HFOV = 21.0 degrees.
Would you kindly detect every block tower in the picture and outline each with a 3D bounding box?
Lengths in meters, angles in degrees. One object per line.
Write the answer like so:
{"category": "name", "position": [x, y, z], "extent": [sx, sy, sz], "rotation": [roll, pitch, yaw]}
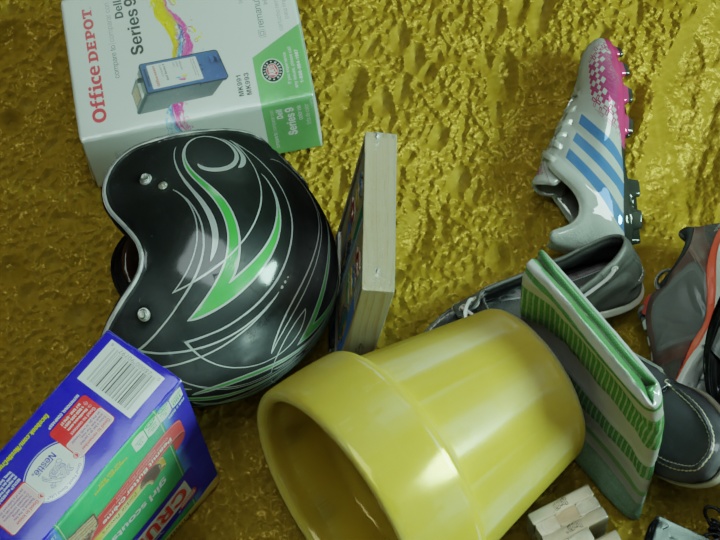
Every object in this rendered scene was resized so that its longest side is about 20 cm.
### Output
{"category": "block tower", "position": [0.195, 0.258, 1.423], "extent": [0.058, 0.054, 0.200], "rotation": [-25, 65, -8]}

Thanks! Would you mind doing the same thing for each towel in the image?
{"category": "towel", "position": [0.164, 0.088, 1.429], "extent": [0.023, 0.200, 0.153], "rotation": [-32, 65, -17]}

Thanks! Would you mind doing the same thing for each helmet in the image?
{"category": "helmet", "position": [-0.114, 0.007, 1.500], "extent": [0.199, 0.200, 0.191], "rotation": [-17, 65, -5]}

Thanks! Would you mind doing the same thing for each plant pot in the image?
{"category": "plant pot", "position": [0.055, 0.129, 1.425], "extent": [0.188, 0.201, 0.201], "rotation": [-30, 65, -22]}

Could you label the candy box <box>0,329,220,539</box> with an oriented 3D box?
{"category": "candy box", "position": [-0.194, 0.162, 1.416], "extent": [0.077, 0.200, 0.169], "rotation": [34, 71, 18]}

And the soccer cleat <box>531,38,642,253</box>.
{"category": "soccer cleat", "position": [0.182, -0.104, 1.598], "extent": [0.086, 0.070, 0.201], "rotation": [-3, 63, 2]}

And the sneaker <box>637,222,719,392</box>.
{"category": "sneaker", "position": [0.255, 0.053, 1.527], "extent": [0.082, 0.077, 0.201], "rotation": [6, 65, 42]}

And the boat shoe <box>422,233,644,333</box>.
{"category": "boat shoe", "position": [0.127, 0.024, 1.532], "extent": [0.199, 0.057, 0.067], "rotation": [-21, 42, -3]}

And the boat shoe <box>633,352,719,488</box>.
{"category": "boat shoe", "position": [0.201, 0.099, 1.450], "extent": [0.073, 0.063, 0.200], "rotation": [-61, 36, 9]}

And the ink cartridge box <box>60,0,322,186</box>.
{"category": "ink cartridge box", "position": [-0.143, -0.166, 1.644], "extent": [0.199, 0.088, 0.146], "rotation": [-11, 63, 0]}

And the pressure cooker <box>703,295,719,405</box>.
{"category": "pressure cooker", "position": [0.355, 0.059, 1.432], "extent": [0.199, 0.179, 0.177], "rotation": [19, 72, -3]}

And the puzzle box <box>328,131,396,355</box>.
{"category": "puzzle box", "position": [0.000, 0.000, 1.486], "extent": [0.025, 0.200, 0.134], "rotation": [5, 62, -7]}

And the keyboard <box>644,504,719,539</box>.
{"category": "keyboard", "position": [0.292, 0.247, 1.422], "extent": [0.199, 0.040, 0.104], "rotation": [26, 61, -4]}
